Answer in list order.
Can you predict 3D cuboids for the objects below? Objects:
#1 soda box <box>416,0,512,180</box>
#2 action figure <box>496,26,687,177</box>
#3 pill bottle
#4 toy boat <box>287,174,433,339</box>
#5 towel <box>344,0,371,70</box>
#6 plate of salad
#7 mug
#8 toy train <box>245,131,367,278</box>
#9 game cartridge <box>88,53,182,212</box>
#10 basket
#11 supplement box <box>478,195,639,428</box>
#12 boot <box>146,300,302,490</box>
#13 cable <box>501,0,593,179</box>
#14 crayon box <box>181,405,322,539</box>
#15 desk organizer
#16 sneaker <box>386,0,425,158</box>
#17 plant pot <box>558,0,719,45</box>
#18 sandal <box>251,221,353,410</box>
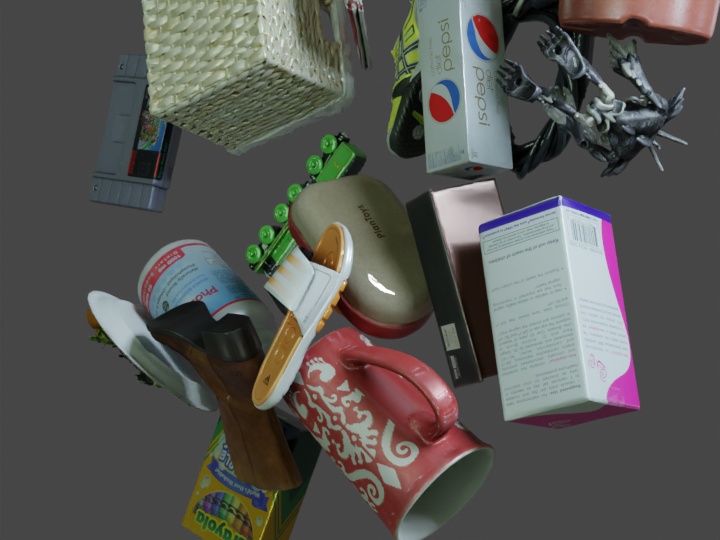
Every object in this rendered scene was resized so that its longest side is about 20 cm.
[{"bbox_3d":[0.106,-0.198,1.553,0.063,0.068,0.201,-12,77,47],"label":"soda box"},{"bbox_3d":[0.227,-0.166,1.442,0.119,0.199,0.102,-43,45,25],"label":"action figure"},{"bbox_3d":[-0.167,0.059,1.767,0.200,0.108,0.109,43,108,37],"label":"pill bottle"},{"bbox_3d":[0.000,0.000,1.654,0.200,0.130,0.131,56,145,33],"label":"toy boat"},{"bbox_3d":[-0.020,-0.345,1.722,0.023,0.144,0.201,-12,69,1],"label":"towel"},{"bbox_3d":[-0.245,0.100,1.762,0.048,0.200,0.200,-47,54,6],"label":"plate of salad"},{"bbox_3d":[0.033,0.146,1.544,0.200,0.133,0.178,44,115,27],"label":"mug"},{"bbox_3d":[-0.063,-0.070,1.756,0.056,0.042,0.200,43,108,26],"label":"toy train"},{"bbox_3d":[-0.284,-0.180,1.966,0.129,0.038,0.201,9,86,44],"label":"game cartridge"},{"bbox_3d":[-0.133,-0.271,1.779,0.199,0.160,0.199,-20,68,33],"label":"basket"},{"bbox_3d":[0.193,0.045,1.478,0.103,0.101,0.201,-20,68,35],"label":"supplement box"},{"bbox_3d":[-0.148,0.137,1.667,0.188,0.068,0.201,4,119,44],"label":"boot"},{"bbox_3d":[0.165,-0.195,1.578,0.163,0.051,0.201,2,83,40],"label":"cable"},{"bbox_3d":[-0.128,0.254,1.730,0.125,0.051,0.201,23,96,40],"label":"crayon box"},{"bbox_3d":[0.117,0.012,1.562,0.072,0.077,0.201,153,103,-69],"label":"desk organizer"},{"bbox_3d":[0.069,-0.217,1.666,0.076,0.075,0.201,9,77,51],"label":"sneaker"},{"bbox_3d":[0.273,-0.322,1.444,0.200,0.200,0.197,10,94,40],"label":"plant pot"},{"bbox_3d":[-0.073,0.041,1.540,0.208,0.059,0.079,-65,27,-1],"label":"sandal"}]
